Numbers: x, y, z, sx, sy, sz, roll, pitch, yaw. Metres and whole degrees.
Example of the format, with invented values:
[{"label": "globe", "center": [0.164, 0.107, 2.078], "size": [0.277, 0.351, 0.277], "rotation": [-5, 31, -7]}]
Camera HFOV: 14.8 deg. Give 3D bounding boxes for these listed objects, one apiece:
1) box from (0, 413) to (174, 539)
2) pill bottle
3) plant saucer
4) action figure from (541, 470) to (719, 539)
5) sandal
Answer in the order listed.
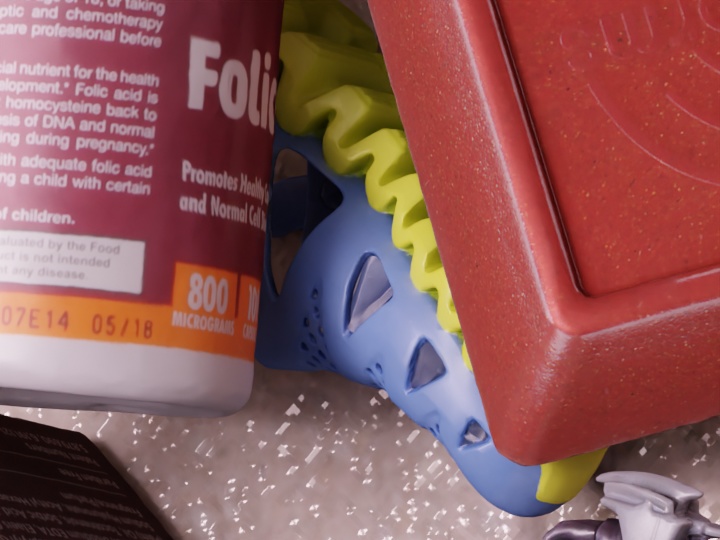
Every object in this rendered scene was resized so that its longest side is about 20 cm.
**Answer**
[{"label": "box", "center": [-0.115, 0.158, 0.781], "size": [0.166, 0.164, 0.200], "rotation": [-49, 63, 10]}, {"label": "pill bottle", "center": [-0.078, -0.064, 0.766], "size": [0.114, 0.114, 0.201], "rotation": [2, 84, 27]}, {"label": "plant saucer", "center": [0.107, -0.068, 0.745], "size": [0.199, 0.037, 0.201], "rotation": [-15, 72, -1]}, {"label": "action figure", "center": [0.065, 0.121, 0.702], "size": [0.069, 0.200, 0.131], "rotation": [3, 111, 57]}, {"label": "sandal", "center": [0.000, 0.000, 0.812], "size": [0.087, 0.079, 0.200], "rotation": [-48, 55, 18]}]
